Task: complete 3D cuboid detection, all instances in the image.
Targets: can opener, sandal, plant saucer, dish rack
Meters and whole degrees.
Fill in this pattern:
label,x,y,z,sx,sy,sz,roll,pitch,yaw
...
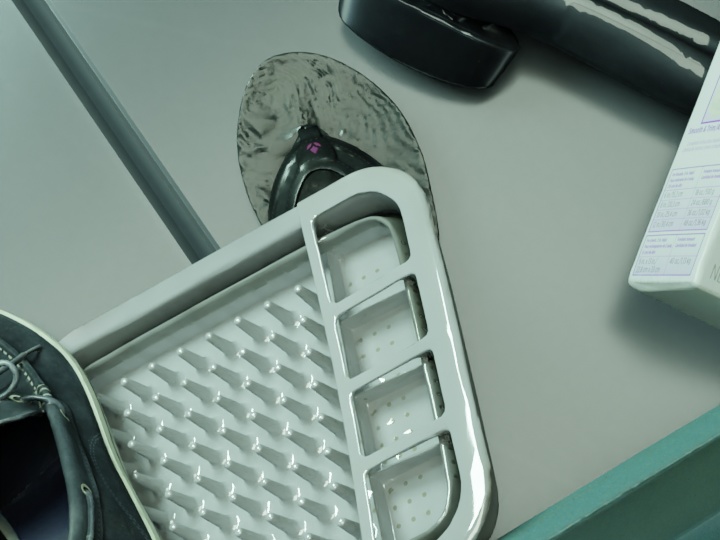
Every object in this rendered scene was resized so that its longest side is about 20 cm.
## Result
label,x,y,z,sx,sy,sz,roll,pitch,yaw
can opener,0.093,-0.106,0.869,0.200,0.079,0.063,19,45,2
sandal,0.001,0.000,0.852,0.075,0.048,0.201,-16,80,0
plant saucer,0.100,0.093,0.757,0.200,0.070,0.019,-26,47,-29
dish rack,-0.037,0.070,0.796,0.200,0.044,0.172,-27,55,23

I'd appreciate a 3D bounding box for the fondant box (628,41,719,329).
label,x,y,z,sx,sy,sz,roll,pitch,yaw
fondant box,0.211,-0.056,0.824,0.144,0.058,0.200,25,80,-17

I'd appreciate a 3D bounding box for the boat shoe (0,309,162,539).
label,x,y,z,sx,sy,sz,roll,pitch,yaw
boat shoe,-0.136,0.072,0.800,0.075,0.062,0.200,-48,47,9
